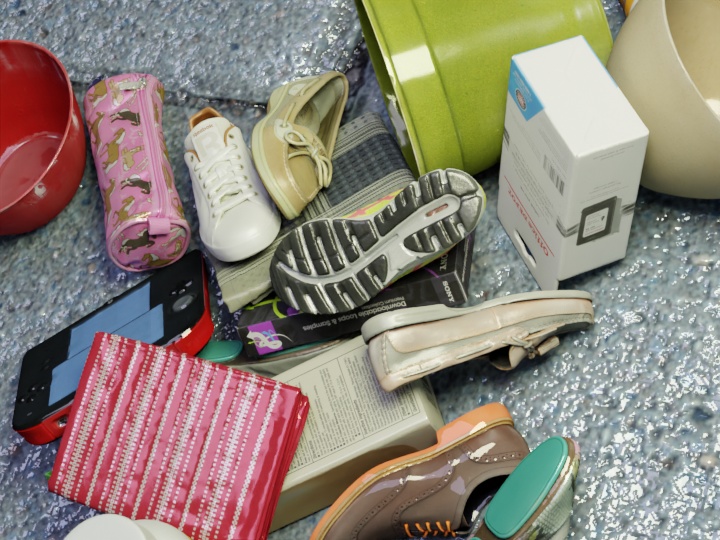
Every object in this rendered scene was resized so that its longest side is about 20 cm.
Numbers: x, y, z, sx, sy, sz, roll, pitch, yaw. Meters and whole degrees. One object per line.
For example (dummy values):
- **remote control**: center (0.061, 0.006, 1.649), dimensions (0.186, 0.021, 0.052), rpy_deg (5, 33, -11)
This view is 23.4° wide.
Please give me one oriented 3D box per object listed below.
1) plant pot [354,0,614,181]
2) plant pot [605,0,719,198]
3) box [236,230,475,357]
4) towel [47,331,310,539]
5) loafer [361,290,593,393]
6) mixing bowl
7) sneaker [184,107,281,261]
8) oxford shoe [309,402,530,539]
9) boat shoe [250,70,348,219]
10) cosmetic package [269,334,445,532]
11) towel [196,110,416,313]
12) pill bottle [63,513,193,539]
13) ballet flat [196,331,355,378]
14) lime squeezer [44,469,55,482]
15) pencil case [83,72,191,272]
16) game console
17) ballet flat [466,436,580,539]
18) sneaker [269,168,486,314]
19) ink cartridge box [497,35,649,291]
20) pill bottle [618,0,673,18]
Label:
- **plant pot**: center (0.113, -0.184, 1.494), dimensions (0.192, 0.201, 0.201), rpy_deg (-19, 58, 0)
- **plant pot**: center (0.272, -0.137, 1.409), dimensions (0.134, 0.199, 0.202), rpy_deg (-37, 49, 43)
- **box**: center (0.000, 0.000, 1.490), dimensions (0.199, 0.036, 0.143), rpy_deg (-14, 29, 15)
- **towel**: center (-0.150, 0.142, 1.423), dimensions (0.199, 0.022, 0.146), rpy_deg (15, 84, 19)
- **loafer**: center (0.100, 0.060, 1.409), dimensions (0.199, 0.072, 0.063), rpy_deg (-6, 71, -17)
- **mixing bowl**: center (-0.342, -0.110, 1.686), dimensions (0.199, 0.108, 0.201), rpy_deg (-10, 61, 19)
- **sneaker**: center (-0.125, -0.080, 1.529), dimensions (0.072, 0.085, 0.200), rpy_deg (-28, 32, 1)
- **oxford shoe**: center (0.048, 0.188, 1.394), dimensions (0.199, 0.071, 0.073), rpy_deg (-35, 62, 4)
- **boat shoe**: center (-0.048, -0.117, 1.528), dimensions (0.063, 0.073, 0.201), rpy_deg (-25, 23, 19)
- **cosmetic package**: center (-0.035, 0.136, 1.452), dimensions (0.199, 0.071, 0.106), rpy_deg (-25, 59, 10)
- **towel**: center (-0.047, -0.050, 1.532), dimensions (0.199, 0.035, 0.193), rpy_deg (-29, 31, 3)
- **pill bottle**: center (-0.158, 0.262, 1.364), dimensions (0.112, 0.200, 0.114), rpy_deg (-10, 62, 18)
- **ballet flat**: center (-0.091, 0.087, 1.512), dimensions (0.199, 0.064, 0.067), rpy_deg (-10, 22, 18)
- **lime squeezer**: center (-0.212, 0.131, 1.537), dimensions (0.038, 0.071, 0.200), rpy_deg (-3, 40, 40)
- **pencil case**: center (-0.210, -0.094, 1.629), dimensions (0.082, 0.087, 0.201), rpy_deg (-18, 55, 6)
- **game console**: center (-0.221, 0.065, 1.545), dimensions (0.199, 0.031, 0.177), rpy_deg (-30, 27, 6)
- **ballet flat**: center (0.115, 0.220, 1.350), dimensions (0.200, 0.071, 0.069), rpy_deg (-50, 21, 2)
- **sneaker**: center (0.020, -0.021, 1.414), dimensions (0.199, 0.090, 0.079), rpy_deg (-22, 89, 19)
- **ink cartridge box**: center (0.169, -0.078, 1.419), dimensions (0.066, 0.201, 0.116), rpy_deg (-19, 56, -14)
- **pill bottle**: center (0.263, -0.299, 1.519), dimensions (0.116, 0.116, 0.201), rpy_deg (-23, 57, 11)
